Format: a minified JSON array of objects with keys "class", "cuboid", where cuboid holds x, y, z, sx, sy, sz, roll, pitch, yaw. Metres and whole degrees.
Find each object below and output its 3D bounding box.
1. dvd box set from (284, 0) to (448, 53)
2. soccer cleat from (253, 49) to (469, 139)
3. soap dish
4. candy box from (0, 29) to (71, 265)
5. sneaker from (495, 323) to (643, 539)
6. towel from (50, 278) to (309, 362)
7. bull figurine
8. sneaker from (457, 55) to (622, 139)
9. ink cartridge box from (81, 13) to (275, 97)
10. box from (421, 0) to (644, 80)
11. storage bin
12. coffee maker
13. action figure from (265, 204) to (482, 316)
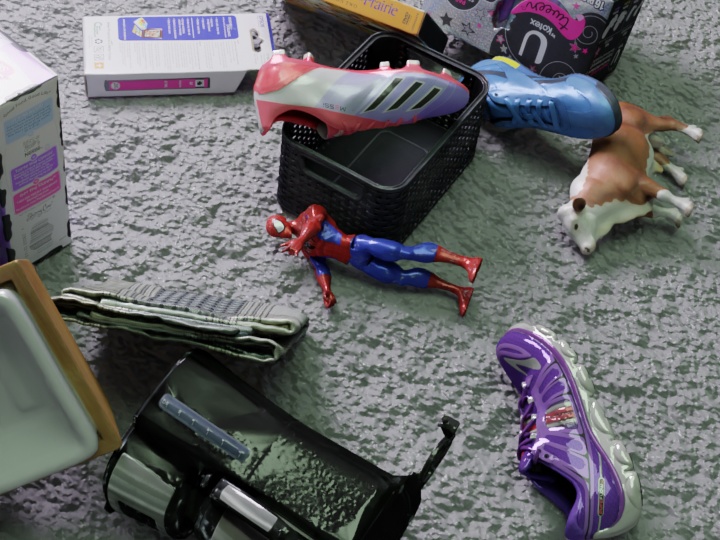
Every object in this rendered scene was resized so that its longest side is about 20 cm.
[{"class":"dvd box set","cuboid":[-0.012,-0.279,1.377,0.198,0.146,0.030,23,94,11]},{"class":"soccer cleat","cuboid":[0.001,-0.151,1.194,0.198,0.067,0.077,5,79,-11]},{"class":"soap dish","cuboid":[-0.291,0.089,0.961,0.198,0.158,0.081,-22,20,13]},{"class":"candy box","cuboid":[-0.334,-0.122,1.143,0.167,0.201,0.071,39,55,24]},{"class":"sneaker","cuboid":[0.156,0.129,1.076,0.083,0.081,0.201,-16,54,-13]},{"class":"towel","cuboid":[-0.140,0.033,1.066,0.191,0.035,0.200,12,4,2]},{"class":"bull figurine","cuboid":[0.266,-0.092,1.291,0.120,0.065,0.201,18,51,4]},{"class":"sneaker","cuboid":[0.170,-0.162,1.309,0.078,0.066,0.199,-30,35,-29]},{"class":"ink cartridge box","cuboid":[-0.189,-0.226,1.364,0.198,0.037,0.095,-5,49,-8]},{"class":"box","cuboid":[0.185,-0.288,1.398,0.199,0.116,0.132,29,33,18]},{"class":"storage bin","cuboid":[0.022,-0.125,1.267,0.134,0.094,0.200,28,52,16]},{"class":"coffee maker","cuboid":[-0.064,0.153,0.991,0.199,0.135,0.192,32,48,20]},{"class":"action figure","cuboid":[0.000,0.000,1.171,0.198,0.066,0.099,19,40,9]}]
